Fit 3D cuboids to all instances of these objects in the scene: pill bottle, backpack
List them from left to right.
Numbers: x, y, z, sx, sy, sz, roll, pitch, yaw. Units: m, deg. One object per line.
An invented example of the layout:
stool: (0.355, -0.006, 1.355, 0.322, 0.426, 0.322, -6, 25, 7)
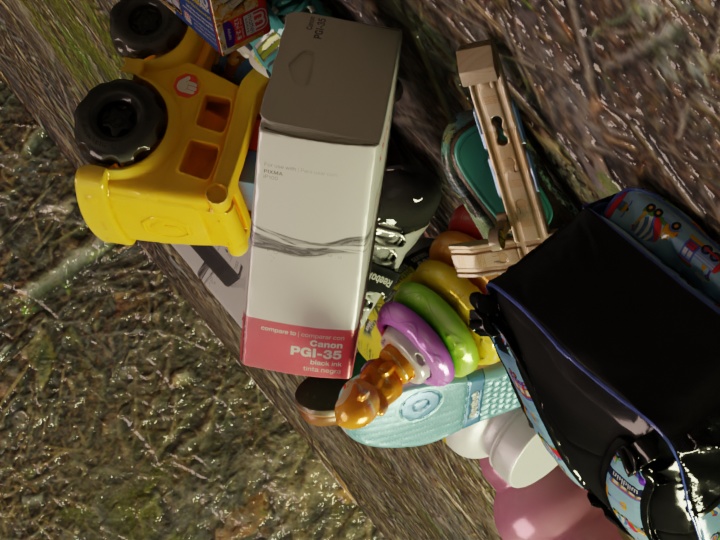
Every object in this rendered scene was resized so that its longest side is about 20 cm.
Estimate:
pill bottle: (0.086, 0.076, 1.784, 0.200, 0.112, 0.113, 45, 169, 26)
backpack: (0.176, 0.076, 1.317, 0.182, 0.134, 0.201, 42, 167, 37)

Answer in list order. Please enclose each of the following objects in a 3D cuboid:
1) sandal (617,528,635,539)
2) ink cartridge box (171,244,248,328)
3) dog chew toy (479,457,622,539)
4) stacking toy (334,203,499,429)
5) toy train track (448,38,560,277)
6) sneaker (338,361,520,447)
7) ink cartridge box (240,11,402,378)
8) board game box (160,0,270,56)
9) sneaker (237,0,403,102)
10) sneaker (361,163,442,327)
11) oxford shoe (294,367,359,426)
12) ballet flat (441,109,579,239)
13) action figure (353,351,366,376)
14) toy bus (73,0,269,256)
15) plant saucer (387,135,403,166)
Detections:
sandal: (0.216, 0.172, 1.752, 0.081, 0.054, 0.200, 61, -179, -24)
ink cartridge box: (-0.072, -0.037, 1.918, 0.083, 0.145, 0.200, 1, -144, -45)
dog chew toy: (0.170, 0.207, 1.887, 0.201, 0.124, 0.125, 59, 170, 0)
stacking toy: (0.054, 0.039, 1.524, 0.110, 0.200, 0.116, 48, 162, 6)
toy train track: (0.096, -0.045, 1.381, 0.033, 0.114, 0.202, -60, -44, -58)
sneaker: (0.054, 0.048, 1.622, 0.131, 0.198, 0.080, 59, 151, 33)
ink cartridge box: (-0.027, -0.051, 1.511, 0.147, 0.082, 0.201, -79, -3, -51)
board game box: (-0.134, -0.272, 1.566, 0.151, 0.046, 0.201, 43, 153, 41)
sneaker: (-0.046, -0.171, 1.611, 0.200, 0.077, 0.080, 41, 154, 37)
sneaker: (0.000, 0.000, 1.725, 0.074, 0.200, 0.089, 20, -136, -26)
oxford shoe: (0.022, 0.115, 1.958, 0.071, 0.199, 0.072, 35, 124, 39)
ballet flat: (0.115, -0.023, 1.455, 0.201, 0.074, 0.074, 61, 167, -18)
action figure: (0.087, 0.083, 1.873, 0.199, 0.118, 0.055, 33, 170, 32)
toy bus: (-0.109, -0.115, 1.715, 0.190, 0.202, 0.136, 10, 158, 13)
plant saucer: (-0.026, -0.127, 1.779, 0.200, 0.034, 0.200, 48, 170, 11)
